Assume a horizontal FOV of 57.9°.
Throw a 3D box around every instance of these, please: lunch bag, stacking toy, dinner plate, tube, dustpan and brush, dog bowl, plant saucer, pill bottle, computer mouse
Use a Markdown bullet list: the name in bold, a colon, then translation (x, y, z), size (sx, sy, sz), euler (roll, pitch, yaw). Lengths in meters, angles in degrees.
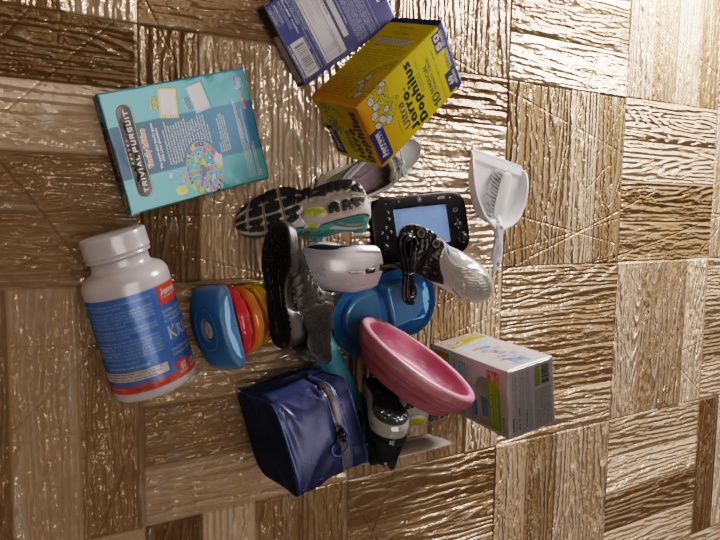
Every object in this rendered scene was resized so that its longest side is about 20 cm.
- **lunch bag**: translation (-0.074, 0.216, 0.920), size (0.130, 0.199, 0.139), euler (-19, 99, -29)
- **stacking toy**: translation (-0.135, 0.056, 0.934), size (0.197, 0.109, 0.119), euler (-19, 97, -39)
- **dinner plate**: translation (0.046, 0.277, 1.007), size (0.196, 0.199, 0.025), euler (-2, 73, -30)
- **tube**: translation (-0.030, 0.171, 0.984), size (0.050, 0.077, 0.203), euler (-28, 85, -14)
- **dustpan and brush**: translation (0.243, -0.102, 1.154), size (0.137, 0.057, 0.205), euler (11, 89, -31)
- **dog bowl**: translation (0.030, 0.061, 1.052), size (0.197, 0.049, 0.114), euler (-20, 105, -28)
- **plant saucer**: translation (0.074, 0.145, 0.951), size (0.198, 0.201, 0.051), euler (29, 99, -29)
- **pill bottle**: translation (-0.287, 0.052, 0.826), size (0.110, 0.111, 0.205), euler (-19, 106, -27)
- **computer mouse**: translation (0.000, 0.000, 0.967), size (0.195, 0.044, 0.113), euler (-2, 108, -20)

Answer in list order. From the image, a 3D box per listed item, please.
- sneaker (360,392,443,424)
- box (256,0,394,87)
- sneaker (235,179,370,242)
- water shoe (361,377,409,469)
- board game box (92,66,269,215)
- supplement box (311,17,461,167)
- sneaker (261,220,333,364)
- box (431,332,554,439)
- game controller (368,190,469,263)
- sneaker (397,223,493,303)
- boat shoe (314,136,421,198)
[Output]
- **sneaker**: translation (0.060, 0.215, 1.063), size (0.195, 0.080, 0.079), euler (-8, 110, -10)
- **box**: translation (-0.045, -0.380, 0.971), size (0.199, 0.032, 0.123), euler (-40, 113, -21)
- **sneaker**: translation (-0.081, -0.068, 0.927), size (0.194, 0.079, 0.081), euler (-6, 141, 5)
- **water shoe**: translation (0.028, 0.209, 0.914), size (0.070, 0.200, 0.081), euler (13, 97, 2)
- **board game box**: translation (-0.235, -0.175, 0.872), size (0.196, 0.047, 0.155), euler (-19, 105, -27)
- **supplement box**: translation (0.043, -0.271, 0.976), size (0.200, 0.108, 0.110), euler (-48, 133, -17)
- **sneaker**: translation (-0.081, 0.034, 0.903), size (0.103, 0.059, 0.206), euler (-7, 96, -54)
- **box**: translation (0.217, 0.185, 1.088), size (0.099, 0.199, 0.116), euler (-11, 102, -28)
- **game controller**: translation (0.099, -0.074, 1.083), size (0.196, 0.042, 0.107), euler (-9, 100, -30)
- **sneaker**: translation (0.134, -0.012, 1.063), size (0.198, 0.072, 0.073), euler (33, 95, -24)
- **boat shoe**: translation (0.022, -0.151, 1.011), size (0.199, 0.064, 0.076), euler (-28, 118, -24)
